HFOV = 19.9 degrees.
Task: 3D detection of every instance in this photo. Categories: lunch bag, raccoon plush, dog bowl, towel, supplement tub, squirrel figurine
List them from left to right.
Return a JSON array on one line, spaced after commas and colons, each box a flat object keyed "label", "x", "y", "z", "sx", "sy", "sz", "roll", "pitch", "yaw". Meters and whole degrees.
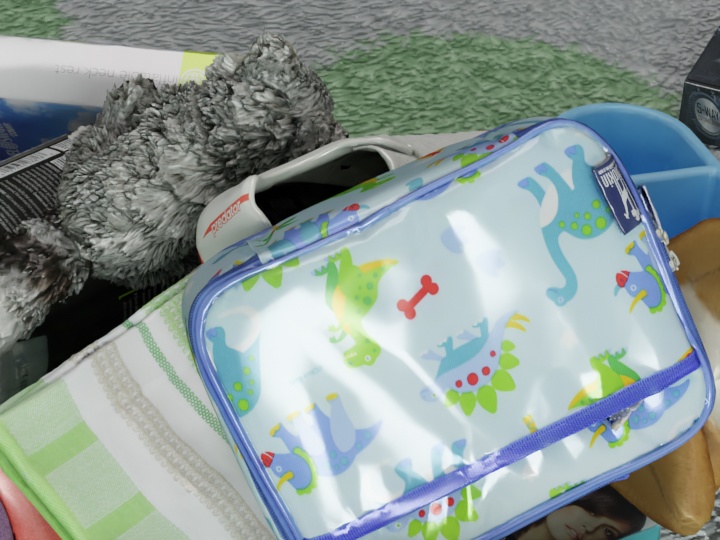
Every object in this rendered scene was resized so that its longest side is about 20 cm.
[{"label": "supplement tub", "x": -0.151, "y": -0.010, "z": 1.103, "sx": 0.123, "sy": 0.123, "sz": 0.200, "roll": 30, "pitch": 41, "yaw": 35}, {"label": "raccoon plush", "x": -0.088, "y": -0.029, "z": 0.990, "sx": 0.134, "sy": 0.097, "sz": 0.200, "roll": -17, "pitch": 36, "yaw": 51}, {"label": "towel", "x": -0.055, "y": 0.072, "z": 0.919, "sx": 0.149, "sy": 0.031, "sz": 0.200, "roll": 46, "pitch": 46, "yaw": 8}, {"label": "lunch bag", "x": 0.039, "y": 0.036, "z": 0.861, "sx": 0.200, "sy": 0.161, "sz": 0.082, "roll": -24, "pitch": 10, "yaw": -6}, {"label": "dog bowl", "x": 0.170, "y": -0.036, "z": 1.219, "sx": 0.111, "sy": 0.050, "sz": 0.200, "roll": -8, "pitch": 34, "yaw": -16}, {"label": "squirrel figurine", "x": 0.194, "y": 0.055, "z": 0.994, "sx": 0.187, "sy": 0.142, "sz": 0.200, "roll": 17, "pitch": 3, "yaw": -33}]

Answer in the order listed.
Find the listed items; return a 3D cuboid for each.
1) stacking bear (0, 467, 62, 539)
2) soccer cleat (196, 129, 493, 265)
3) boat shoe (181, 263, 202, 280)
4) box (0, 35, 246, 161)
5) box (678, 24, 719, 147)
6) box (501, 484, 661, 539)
[{"label": "stacking bear", "x": -0.231, "y": 0.143, "z": 0.871, "sx": 0.121, "sy": 0.114, "sz": 0.200, "roll": 22, "pitch": 43, "yaw": 27}, {"label": "soccer cleat", "x": 0.022, "y": -0.032, "z": 0.944, "sx": 0.200, "sy": 0.085, "sz": 0.069, "roll": -11, "pitch": 72, "yaw": -23}, {"label": "boat shoe", "x": 0.000, "y": 0.000, "z": 1.036, "sx": 0.200, "sy": 0.072, "sz": 0.068, "roll": -21, "pitch": -2, "yaw": -5}, {"label": "box", "x": -0.141, "y": -0.092, "z": 1.233, "sx": 0.200, "sy": 0.122, "sz": 0.048, "roll": 6, "pitch": 72, "yaw": 5}, {"label": "box", "x": 0.319, "y": -0.134, "z": 1.398, "sx": 0.160, "sy": 0.044, "sz": 0.200, "roll": 16, "pitch": 36, "yaw": 18}, {"label": "box", "x": 0.035, "y": 0.144, "z": 0.949, "sx": 0.200, "sy": 0.049, "sz": 0.082, "roll": -18, "pitch": 39, "yaw": -28}]
